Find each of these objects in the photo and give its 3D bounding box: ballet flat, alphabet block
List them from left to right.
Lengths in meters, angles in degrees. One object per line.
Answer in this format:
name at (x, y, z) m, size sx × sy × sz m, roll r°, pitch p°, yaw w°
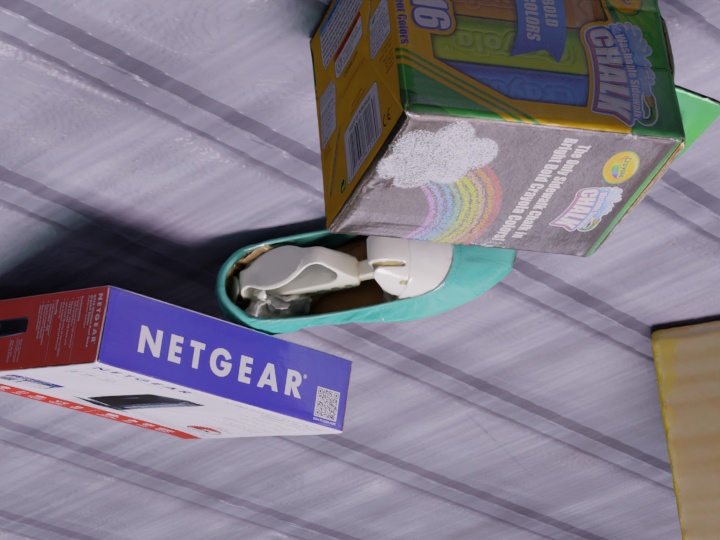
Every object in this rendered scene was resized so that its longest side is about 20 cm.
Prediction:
ballet flat at (0.000, 0.000, 1.333) m, size 0.198 × 0.068 × 0.070 m, roll -13°, pitch 167°, yaw 16°
alphabet block at (0.323, 0.150, 1.550) m, size 0.198 × 0.198 × 0.196 m, roll -10°, pitch 150°, yaw 8°

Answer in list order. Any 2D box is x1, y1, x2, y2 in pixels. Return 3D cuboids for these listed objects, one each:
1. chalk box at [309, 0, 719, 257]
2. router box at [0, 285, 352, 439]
chalk box at (0.088, -0.092, 1.127) m, size 0.198 × 0.125 × 0.125 m, roll 4°, pitch 150°, yaw -21°
router box at (-0.137, 0.063, 1.393) m, size 0.199 × 0.049 × 0.179 m, roll 19°, pitch 163°, yaw -38°
